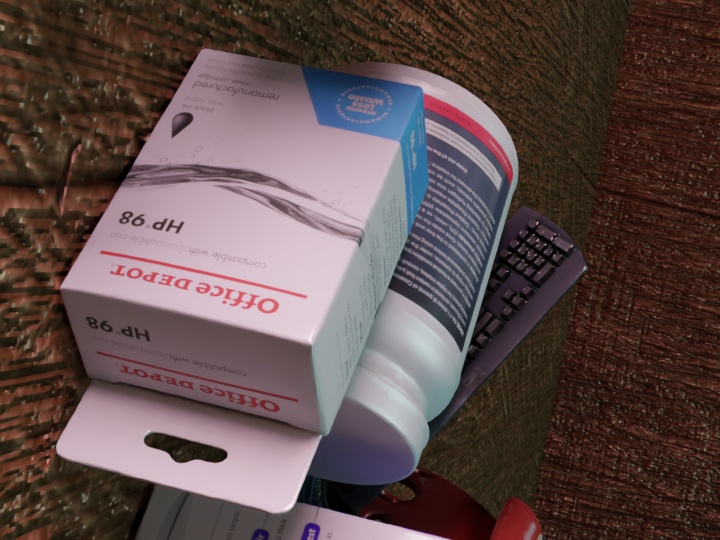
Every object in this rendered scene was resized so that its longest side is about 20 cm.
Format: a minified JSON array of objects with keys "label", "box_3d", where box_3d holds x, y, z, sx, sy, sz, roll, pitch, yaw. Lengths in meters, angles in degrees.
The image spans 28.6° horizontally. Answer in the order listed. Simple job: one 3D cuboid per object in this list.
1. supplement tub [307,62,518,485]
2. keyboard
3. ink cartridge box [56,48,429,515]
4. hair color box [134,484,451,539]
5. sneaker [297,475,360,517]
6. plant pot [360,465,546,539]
[{"label":"supplement tub","box_3d":[0.000,0.000,0.777,0.141,0.139,0.201,79,27,-57]},{"label":"keyboard","box_3d":[0.036,0.038,0.837,0.200,0.127,0.021,-46,125,-4]},{"label":"ink cartridge box","box_3d":[-0.051,-0.003,0.624,0.067,0.115,0.201,86,21,-48]},{"label":"hair color box","box_3d":[-0.023,0.181,0.709,0.065,0.199,0.110,79,27,-61]},{"label":"sneaker","box_3d":[-0.039,0.175,0.863,0.075,0.078,0.201,50,49,-50]},{"label":"plant pot","box_3d":[0.025,0.235,0.990,0.200,0.181,0.202,14,90,-76]}]
